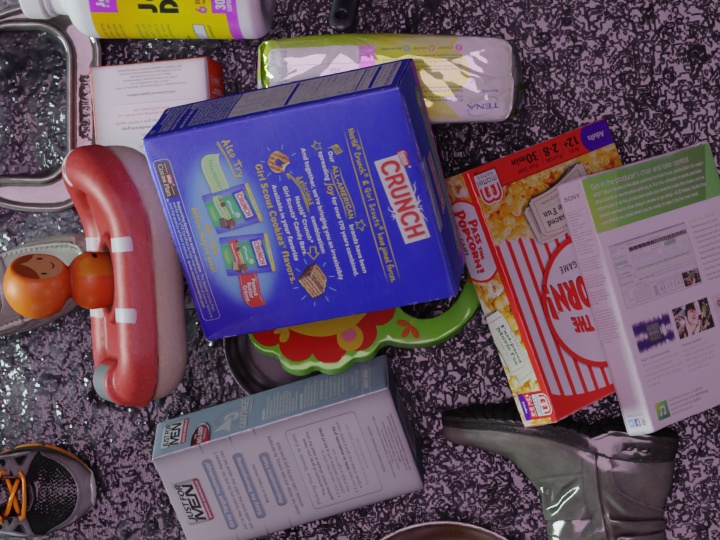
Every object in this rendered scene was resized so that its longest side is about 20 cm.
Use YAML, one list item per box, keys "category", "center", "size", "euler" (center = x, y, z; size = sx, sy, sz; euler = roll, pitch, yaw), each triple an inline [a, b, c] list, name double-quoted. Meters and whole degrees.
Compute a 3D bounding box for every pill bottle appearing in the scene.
- category: "pill bottle"
  center: [-0.171, -0.238, 1.525]
  size: [0.198, 0.104, 0.105]
  euler: [1, 92, 7]

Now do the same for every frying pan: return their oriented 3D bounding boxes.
- category: "frying pan"
  center: [-0.029, 0.029, 1.548]
  size: [0.115, 0.031, 0.190]
  euler: [43, 89, -5]

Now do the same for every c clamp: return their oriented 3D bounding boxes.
- category: "c clamp"
  center: [-0.296, -0.127, 1.582]
  size: [0.169, 0.027, 0.202]
  euler: [7, 93, 7]

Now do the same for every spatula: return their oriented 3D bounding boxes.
- category: "spatula"
  center: [-0.001, -0.259, 1.485]
  size: [0.056, 0.021, 0.201]
  euler: [4, 55, 8]

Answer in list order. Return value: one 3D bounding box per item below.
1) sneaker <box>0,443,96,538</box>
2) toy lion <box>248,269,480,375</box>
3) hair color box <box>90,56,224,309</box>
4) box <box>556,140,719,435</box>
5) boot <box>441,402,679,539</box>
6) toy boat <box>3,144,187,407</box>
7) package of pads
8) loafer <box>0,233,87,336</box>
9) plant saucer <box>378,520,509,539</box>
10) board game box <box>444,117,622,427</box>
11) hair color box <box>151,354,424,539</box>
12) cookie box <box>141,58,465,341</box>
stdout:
- category: "sneaker"
  center: [-0.317, 0.185, 1.569]
  size: [0.198, 0.077, 0.079]
  euler: [-1, 90, 6]
- category: "toy lion"
  center: [0.000, 0.000, 1.508]
  size: [0.199, 0.069, 0.193]
  euler: [24, 80, 5]
- category: "hair color box"
  center: [-0.159, -0.068, 1.549]
  size: [0.100, 0.061, 0.202]
  euler: [-4, 91, 8]
- category: "box"
  center: [0.240, 0.011, 1.475]
  size: [0.143, 0.036, 0.202]
  euler: [-16, 91, -34]
- category: "boot"
  center: [0.155, 0.181, 1.518]
  size: [0.198, 0.068, 0.132]
  euler: [8, 98, 8]
- category: "toy boat"
  center: [-0.208, 0.005, 1.451]
  size: [0.129, 0.130, 0.202]
  euler: [-4, 91, -20]
- category: "package of pads"
  center: [0.025, -0.149, 1.475]
  size: [0.198, 0.155, 0.069]
  euler: [0, 96, 7]
- category: "loafer"
  center: [-0.300, 0.025, 1.548]
  size: [0.199, 0.070, 0.070]
  euler: [-25, 88, 19]
- category: "plant saucer"
  center: [0.071, 0.302, 1.546]
  size: [0.198, 0.032, 0.202]
  euler: [0, 92, 8]
- category: "board game box"
  center: [0.159, 0.000, 1.473]
  size: [0.151, 0.046, 0.202]
  euler: [-23, 93, -33]
- category: "hair color box"
  center: [-0.057, 0.149, 1.527]
  size: [0.198, 0.061, 0.100]
  euler: [-17, 114, 7]
- category: "cookie box"
  center: [-0.038, -0.051, 1.405]
  size: [0.198, 0.075, 0.173]
  euler: [-10, 114, 15]
